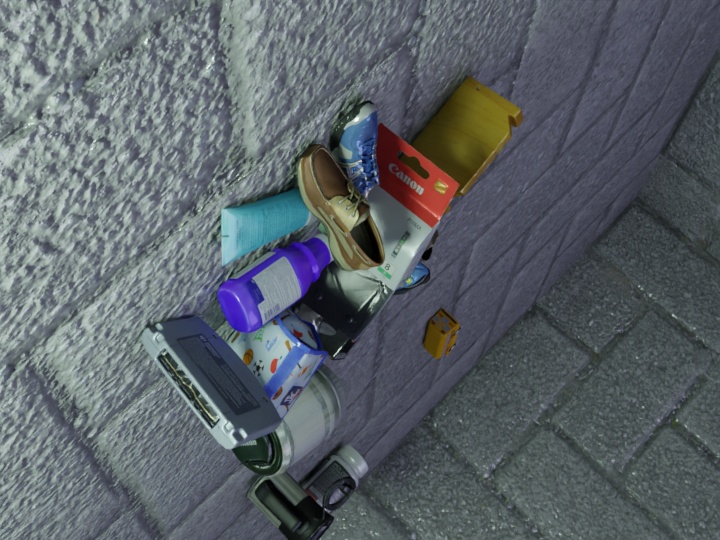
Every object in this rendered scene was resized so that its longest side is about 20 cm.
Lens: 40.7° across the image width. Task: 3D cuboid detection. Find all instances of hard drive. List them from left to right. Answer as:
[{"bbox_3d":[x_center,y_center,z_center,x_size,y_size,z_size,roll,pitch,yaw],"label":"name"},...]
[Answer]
[{"bbox_3d":[0.000,0.000,1.621,0.201,0.134,0.042,-56,176,10],"label":"hard drive"}]

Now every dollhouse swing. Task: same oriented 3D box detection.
[{"bbox_3d":[0.182,-0.186,1.637,0.200,0.182,0.176,-50,143,1],"label":"dollhouse swing"}]

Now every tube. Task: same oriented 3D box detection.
[{"bbox_3d":[-0.116,-0.072,1.319,0.199,0.050,0.078,-27,123,-48],"label":"tube"}]

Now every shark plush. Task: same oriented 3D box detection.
[{"bbox_3d":[-0.098,0.073,1.706,0.083,0.090,0.202,-61,165,-70],"label":"shark plush"}]

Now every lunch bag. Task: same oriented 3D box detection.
[{"bbox_3d":[-0.140,0.149,1.471,0.171,0.123,0.200,-53,-164,4],"label":"lunch bag"}]

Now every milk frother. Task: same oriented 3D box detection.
[{"bbox_3d":[-0.136,0.522,2.285,0.200,0.188,0.181,-43,163,-19],"label":"milk frother"}]

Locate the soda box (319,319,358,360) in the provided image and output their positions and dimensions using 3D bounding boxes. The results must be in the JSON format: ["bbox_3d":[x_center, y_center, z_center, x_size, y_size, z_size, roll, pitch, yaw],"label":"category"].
[{"bbox_3d":[-0.008,0.073,1.849,0.201,0.071,0.063,-52,164,11],"label":"soda box"}]

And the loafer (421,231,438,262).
[{"bbox_3d":[0.122,-0.082,1.847,0.075,0.070,0.201,-43,162,-19],"label":"loafer"}]

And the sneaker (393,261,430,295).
[{"bbox_3d":[0.037,0.023,1.704,0.198,0.072,0.082,-13,161,36],"label":"sneaker"}]

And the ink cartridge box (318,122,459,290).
[{"bbox_3d":[0.039,-0.093,1.465,0.050,0.161,0.201,-34,158,-48],"label":"ink cartridge box"}]

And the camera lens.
[{"bbox_3d":[-0.140,0.268,1.786,0.199,0.160,0.161,-31,156,-45],"label":"camera lens"}]

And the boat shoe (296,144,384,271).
[{"bbox_3d":[-0.018,-0.085,1.342,0.076,0.073,0.201,-51,129,-33],"label":"boat shoe"}]

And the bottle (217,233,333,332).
[{"bbox_3d":[-0.118,0.011,1.434,0.199,0.065,0.084,-37,117,-36],"label":"bottle"}]

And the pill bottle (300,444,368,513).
[{"bbox_3d":[-0.078,0.588,2.694,0.200,0.114,0.114,-41,161,-23],"label":"pill bottle"}]

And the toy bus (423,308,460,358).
[{"bbox_3d":[0.221,0.179,2.649,0.078,0.065,0.201,-42,161,-21],"label":"toy bus"}]

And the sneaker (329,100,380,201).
[{"bbox_3d":[0.000,-0.157,1.377,0.075,0.077,0.201,-36,157,-31],"label":"sneaker"}]

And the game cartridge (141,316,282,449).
[{"bbox_3d":[-0.198,0.149,1.325,0.041,0.200,0.133,-48,164,23],"label":"game cartridge"}]
